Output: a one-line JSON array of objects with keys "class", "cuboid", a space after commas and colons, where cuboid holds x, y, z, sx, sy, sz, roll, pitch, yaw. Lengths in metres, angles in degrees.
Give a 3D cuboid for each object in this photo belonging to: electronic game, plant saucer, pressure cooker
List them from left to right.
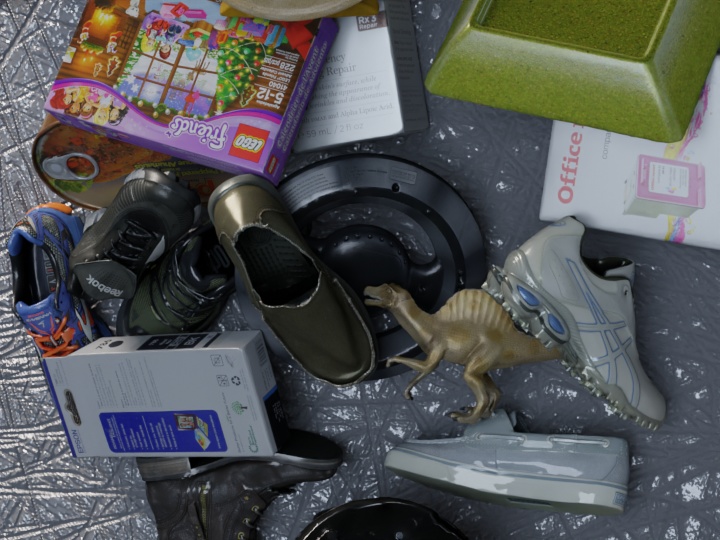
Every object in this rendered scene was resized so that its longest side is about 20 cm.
[{"class": "electronic game", "cuboid": [0.000, 0.000, 1.574, 0.200, 0.042, 0.200, -2, 118, -4]}, {"class": "pressure cooker", "cuboid": [0.011, 0.281, 1.559, 0.178, 0.200, 0.176, 28, 71, 4]}, {"class": "plant saucer", "cuboid": [0.168, -0.201, 1.467, 0.200, 0.048, 0.200, 14, 59, 20]}]

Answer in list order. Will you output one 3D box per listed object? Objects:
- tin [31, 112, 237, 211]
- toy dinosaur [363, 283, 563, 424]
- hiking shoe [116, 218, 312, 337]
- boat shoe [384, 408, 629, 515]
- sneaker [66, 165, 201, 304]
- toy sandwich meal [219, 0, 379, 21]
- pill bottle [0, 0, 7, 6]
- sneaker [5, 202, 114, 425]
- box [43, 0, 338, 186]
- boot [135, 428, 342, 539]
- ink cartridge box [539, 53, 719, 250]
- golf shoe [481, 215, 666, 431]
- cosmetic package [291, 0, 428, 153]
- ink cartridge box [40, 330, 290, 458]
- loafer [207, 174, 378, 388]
[{"class": "tin", "cuboid": [-0.172, -0.099, 1.632, 0.200, 0.042, 0.112, -4, 133, 18]}, {"class": "toy dinosaur", "cuboid": [0.094, 0.066, 1.544, 0.200, 0.058, 0.101, 14, 98, -5]}, {"class": "hiking shoe", "cuboid": [-0.136, -0.001, 1.626, 0.200, 0.101, 0.076, -41, 80, 17]}, {"class": "boat shoe", "cuboid": [0.119, 0.147, 1.582, 0.200, 0.070, 0.072, 6, 74, 22]}, {"class": "sneaker", "cuboid": [-0.187, -0.019, 1.597, 0.066, 0.200, 0.091, 31, 65, -16]}, {"class": "toy sandwich meal", "cuboid": [-0.048, -0.264, 1.510, 0.205, 0.070, 0.206, -4, 69, 10]}, {"class": "pill bottle", "cuboid": [-0.261, -0.304, 1.636, 0.200, 0.104, 0.104, -41, 82, 17]}, {"class": "sneaker", "cuboid": [-0.259, 0.044, 1.683, 0.075, 0.078, 0.200, -18, 89, 20]}, {"class": "box", "cuboid": [-0.132, -0.158, 1.550, 0.200, 0.039, 0.137, 17, 80, 21]}, {"class": "boot", "cuboid": [-0.096, 0.227, 1.662, 0.200, 0.069, 0.174, -6, 99, 23]}, {"class": "ink cartridge box", "cuboid": [0.245, -0.093, 1.500, 0.200, 0.085, 0.145, 10, 98, 19]}, {"class": "golf shoe", "cuboid": [0.187, 0.042, 1.507, 0.097, 0.078, 0.200, -47, 122, -2]}, {"class": "cosmetic package", "cuboid": [-0.015, -0.200, 1.582, 0.102, 0.074, 0.200, -9, 93, 19]}, {"class": "ink cartridge box", "cuboid": [-0.160, 0.102, 1.626, 0.200, 0.039, 0.100, -3, 114, 27]}, {"class": "loafer", "cuboid": [-0.052, 0.021, 1.516, 0.075, 0.070, 0.200, -32, 116, 11]}]
